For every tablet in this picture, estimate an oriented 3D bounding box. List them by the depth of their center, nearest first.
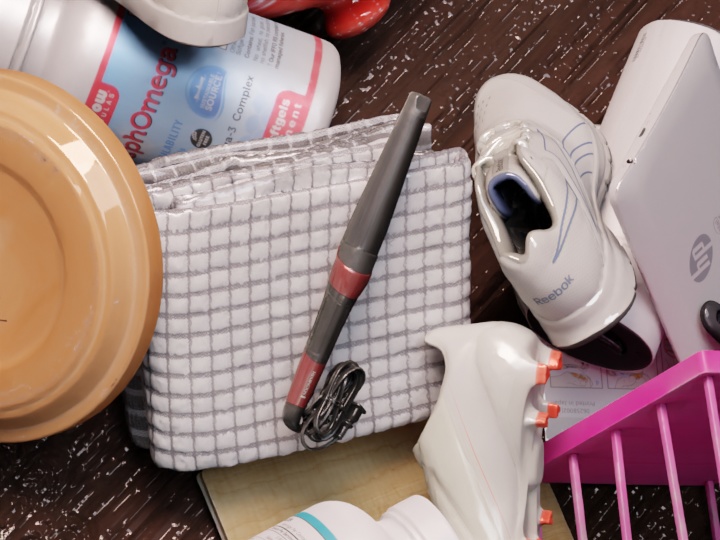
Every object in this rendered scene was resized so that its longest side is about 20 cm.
[{"bbox_3d":[0.198,-0.023,1.645,0.014,0.200,0.130,8,53,34],"label":"tablet"}]

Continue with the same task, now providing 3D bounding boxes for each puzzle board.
[{"bbox_3d":[0.022,0.155,1.626,0.200,0.017,0.151,-17,76,-25],"label":"puzzle board"}]

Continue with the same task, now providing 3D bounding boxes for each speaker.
[{"bbox_3d":[0.166,-0.043,1.675,0.081,0.081,0.200,26,68,-8],"label":"speaker"}]

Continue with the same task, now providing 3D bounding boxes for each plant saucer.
[{"bbox_3d":[-0.198,-0.006,1.519,0.200,0.200,0.032,54,27,7],"label":"plant saucer"}]

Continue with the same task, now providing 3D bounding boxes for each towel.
[{"bbox_3d":[-0.038,0.008,1.586,0.200,0.086,0.166,-13,115,-24],"label":"towel"}]

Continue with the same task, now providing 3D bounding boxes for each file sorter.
[{"bbox_3d":[0.199,0.136,1.585,0.139,0.200,0.126,4,68,-28],"label":"file sorter"}]

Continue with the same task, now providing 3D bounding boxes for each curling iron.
[{"bbox_3d":[0.000,0.000,1.540,0.050,0.026,0.200,7,101,-53],"label":"curling iron"}]

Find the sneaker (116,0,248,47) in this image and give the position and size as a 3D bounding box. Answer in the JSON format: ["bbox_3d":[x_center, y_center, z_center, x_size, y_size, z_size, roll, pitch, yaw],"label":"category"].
[{"bbox_3d":[-0.131,-0.198,1.571,0.200,0.085,0.073,29,36,33],"label":"sneaker"}]

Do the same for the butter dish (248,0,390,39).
[{"bbox_3d":[-0.033,-0.205,1.683,0.200,0.199,0.148,-38,107,-29],"label":"butter dish"}]

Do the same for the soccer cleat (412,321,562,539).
[{"bbox_3d":[0.066,0.126,1.589,0.077,0.069,0.200,7,99,18],"label":"soccer cleat"}]

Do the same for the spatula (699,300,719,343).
[{"bbox_3d":[0.254,0.071,1.695,0.200,0.021,0.057,43,52,-41],"label":"spatula"}]

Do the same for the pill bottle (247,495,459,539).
[{"bbox_3d":[-0.039,0.194,1.517,0.200,0.111,0.111,-26,79,-17],"label":"pill bottle"}]

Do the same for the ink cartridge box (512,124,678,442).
[{"bbox_3d":[0.167,0.012,1.729,0.162,0.057,0.200,2,79,-20],"label":"ink cartridge box"}]

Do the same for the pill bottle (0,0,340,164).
[{"bbox_3d":[-0.120,-0.110,1.633,0.200,0.109,0.109,19,63,-11],"label":"pill bottle"}]

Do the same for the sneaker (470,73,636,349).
[{"bbox_3d":[0.098,-0.050,1.609,0.087,0.074,0.200,43,20,-39],"label":"sneaker"}]
